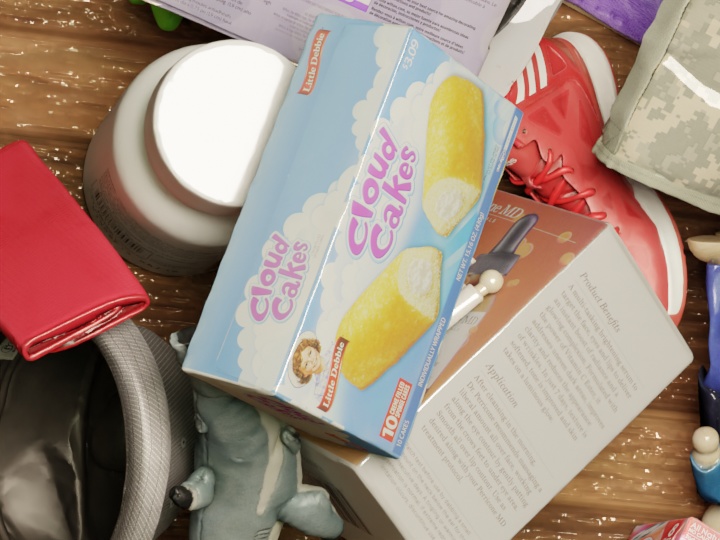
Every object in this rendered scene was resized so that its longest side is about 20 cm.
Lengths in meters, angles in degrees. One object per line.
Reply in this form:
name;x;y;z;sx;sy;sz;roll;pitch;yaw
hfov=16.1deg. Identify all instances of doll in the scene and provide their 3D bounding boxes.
doll;0.228;0.077;1.522;0.136;0.048;0.200;-13;106;-56

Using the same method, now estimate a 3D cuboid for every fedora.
fedora;-0.153;0.106;1.413;0.090;0.177;0.200;2;98;-52

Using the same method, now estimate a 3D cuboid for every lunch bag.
lunch bag;0.241;-0.113;1.465;0.200;0.118;0.164;16;111;-30

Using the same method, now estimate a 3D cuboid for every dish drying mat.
dish drying mat;-0.184;-0.013;1.400;0.077;0.200;0.018;-28;125;-12

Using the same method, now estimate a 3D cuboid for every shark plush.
shark plush;-0.067;0.108;1.355;0.091;0.200;0.083;36;61;21

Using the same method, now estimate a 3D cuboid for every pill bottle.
pill bottle;-0.086;-0.064;1.413;0.114;0.200;0.114;2;82;-13

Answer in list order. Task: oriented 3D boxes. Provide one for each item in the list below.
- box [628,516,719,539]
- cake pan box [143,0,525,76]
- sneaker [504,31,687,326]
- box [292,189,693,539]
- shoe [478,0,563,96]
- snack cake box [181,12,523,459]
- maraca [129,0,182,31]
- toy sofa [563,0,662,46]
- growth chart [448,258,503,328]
box;0.239;0.235;1.495;0.200;0.103;0.095;31;76;-6
cake pan box;0.005;-0.196;1.374;0.200;0.052;0.184;22;111;-7
sneaker;0.112;-0.045;1.502;0.115;0.078;0.200;-6;68;-42
box;0.056;0.062;1.439;0.200;0.152;0.106;-43;118;-16
shoe;0.079;-0.161;1.472;0.071;0.091;0.200;37;98;-7
snack cake box;-0.001;-0.017;1.310;0.115;0.067;0.200;31;75;-51
maraca;-0.108;-0.242;1.473;0.107;0.137;0.200;0;80;-36
toy sofa;0.181;-0.193;1.557;0.200;0.083;0.098;30;75;-7
growth chart;0.000;0.000;1.443;0.145;0.200;0.018;-37;124;-6
